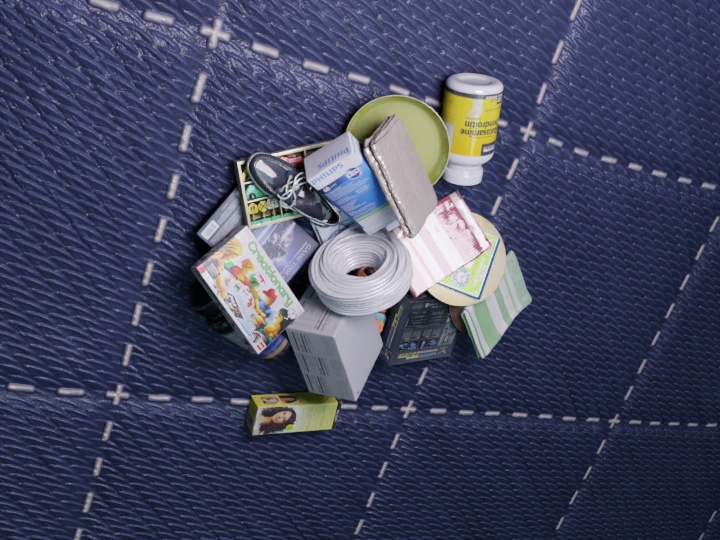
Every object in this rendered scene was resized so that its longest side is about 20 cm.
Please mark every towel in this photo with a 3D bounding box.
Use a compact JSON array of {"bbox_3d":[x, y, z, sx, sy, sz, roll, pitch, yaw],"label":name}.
[{"bbox_3d":[0.074,-0.169,1.547,0.201,0.034,0.133,63,37,-22],"label":"towel"},{"bbox_3d":[0.301,0.077,1.893,0.200,0.023,0.153,-45,127,-26],"label":"towel"},{"bbox_3d":[0.155,-0.056,1.778,0.199,0.023,0.145,-32,89,-9],"label":"towel"}]

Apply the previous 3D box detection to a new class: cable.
[{"bbox_3d":[0.000,0.000,1.629,0.199,0.200,0.070,-28,135,-18],"label":"cable"}]

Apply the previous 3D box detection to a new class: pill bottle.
[{"bbox_3d":[0.210,-0.274,1.671,0.111,0.112,0.201,-9,121,-24],"label":"pill bottle"},{"bbox_3d":[-0.223,0.084,1.643,0.112,0.112,0.200,-48,127,4],"label":"pill bottle"}]

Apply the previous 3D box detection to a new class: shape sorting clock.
[{"bbox_3d":[0.212,-0.025,1.813,0.199,0.039,0.201,0,86,-7],"label":"shape sorting clock"}]

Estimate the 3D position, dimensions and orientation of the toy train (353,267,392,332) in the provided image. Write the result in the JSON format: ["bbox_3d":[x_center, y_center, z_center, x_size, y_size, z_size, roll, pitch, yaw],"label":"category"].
[{"bbox_3d":[0.028,0.057,1.798,0.150,0.056,0.200,-35,127,-6],"label":"toy train"}]

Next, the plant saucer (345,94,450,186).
[{"bbox_3d":[0.069,-0.234,1.609,0.199,0.031,0.201,3,117,6],"label":"plant saucer"}]

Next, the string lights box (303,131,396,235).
[{"bbox_3d":[-0.002,-0.154,1.561,0.102,0.059,0.200,-28,138,22],"label":"string lights box"}]

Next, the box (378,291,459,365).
[{"bbox_3d":[0.140,0.120,1.872,0.199,0.051,0.159,-4,119,-42],"label":"box"}]

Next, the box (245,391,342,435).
[{"bbox_3d":[-0.142,0.306,1.853,0.199,0.050,0.076,-1,117,-29],"label":"box"}]

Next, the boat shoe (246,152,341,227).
[{"bbox_3d":[-0.117,-0.141,1.540,0.200,0.062,0.075,42,82,-27],"label":"boat shoe"}]

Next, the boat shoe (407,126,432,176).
[{"bbox_3d":[0.115,-0.200,1.679,0.068,0.074,0.200,-7,121,21],"label":"boat shoe"}]

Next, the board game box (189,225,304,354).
[{"bbox_3d":[-0.203,0.036,1.562,0.126,0.035,0.201,-44,113,-27],"label":"board game box"}]

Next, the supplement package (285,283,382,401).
[{"bbox_3d":[-0.048,0.131,1.706,0.201,0.110,0.156,75,33,-43],"label":"supplement package"}]

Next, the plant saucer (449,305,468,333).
[{"bbox_3d":[0.272,0.046,1.894,0.199,0.032,0.202,-13,109,-42],"label":"plant saucer"}]

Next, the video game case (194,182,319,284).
[{"bbox_3d":[-0.189,-0.059,1.599,0.143,0.019,0.200,-50,118,-8],"label":"video game case"}]

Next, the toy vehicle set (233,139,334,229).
[{"bbox_3d":[-0.127,-0.160,1.582,0.199,0.026,0.125,-16,108,-22],"label":"toy vehicle set"}]

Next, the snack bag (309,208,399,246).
[{"bbox_3d":[-0.017,-0.132,1.688,0.188,0.021,0.201,-30,124,-11],"label":"snack bag"}]
